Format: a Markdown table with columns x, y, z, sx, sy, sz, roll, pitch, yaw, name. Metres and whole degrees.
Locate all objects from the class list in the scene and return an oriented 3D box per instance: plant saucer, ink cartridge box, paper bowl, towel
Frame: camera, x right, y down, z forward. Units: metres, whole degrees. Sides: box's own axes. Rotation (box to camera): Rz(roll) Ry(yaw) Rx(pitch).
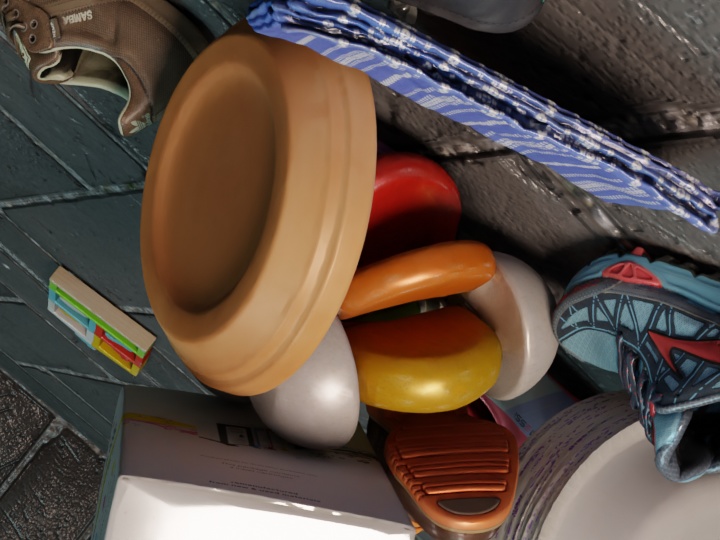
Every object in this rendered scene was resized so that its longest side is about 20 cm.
| x | y | z | sx | sy | sz | roll | pitch | yaw | name |
| --- | --- | --- | --- | --- | --- | --- | --- | --- | --- |
| -0.061 | -0.039 | 0.794 | 0.037 | 0.201 | 0.200 | 10 | 178 | -32 | plant saucer |
| -0.070 | 0.159 | 0.822 | 0.144 | 0.148 | 0.200 | 11 | -174 | -9 | ink cartridge box |
| 0.166 | 0.170 | 0.855 | 0.201 | 0.201 | 0.104 | 44 | 166 | -23 | paper bowl |
| 0.045 | -0.068 | 0.666 | 0.199 | 0.024 | 0.145 | 26 | -179 | -12 | towel |

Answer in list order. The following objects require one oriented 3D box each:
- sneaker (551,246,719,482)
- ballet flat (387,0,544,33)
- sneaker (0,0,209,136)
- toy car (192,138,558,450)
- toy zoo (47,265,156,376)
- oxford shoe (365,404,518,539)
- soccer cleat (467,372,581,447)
| x | y | z | sx | sy | sz | roll | pitch | yaw | name |
| --- | --- | --- | --- | --- | --- | --- | --- | --- | --- |
| 0.155 | 0.051 | 0.758 | 0.200 | 0.096 | 0.079 | 12 | 150 | 53 | sneaker |
| -0.006 | -0.139 | 0.637 | 0.199 | 0.073 | 0.073 | 22 | 158 | 32 | ballet flat |
| -0.185 | -0.154 | 0.920 | 0.200 | 0.076 | 0.071 | 32 | 162 | 14 | sneaker |
| 0.000 | 0.000 | 0.864 | 0.200 | 0.174 | 0.151 | 22 | 121 | 57 | toy car |
| -0.293 | 0.062 | 1.766 | 0.131 | 0.020 | 0.200 | 37 | 163 | -1 | toy zoo |
| 0.043 | 0.116 | 0.864 | 0.071 | 0.073 | 0.200 | 0 | -167 | -7 | oxford shoe |
| 0.119 | 0.105 | 0.996 | 0.200 | 0.077 | 0.067 | 42 | 162 | -15 | soccer cleat |
